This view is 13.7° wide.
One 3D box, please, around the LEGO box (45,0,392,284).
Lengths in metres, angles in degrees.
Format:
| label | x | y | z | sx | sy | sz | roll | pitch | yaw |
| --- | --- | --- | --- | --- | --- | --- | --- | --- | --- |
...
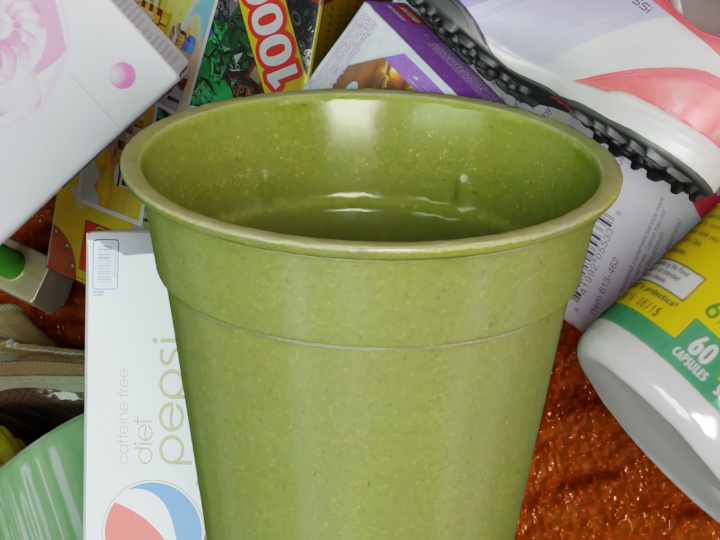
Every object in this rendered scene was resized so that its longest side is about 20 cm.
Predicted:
| label | x | y | z | sx | sy | sz | roll | pitch | yaw |
| --- | --- | --- | --- | --- | --- | --- | --- | --- | --- |
| LEGO box | -0.065 | -0.078 | 1.477 | 0.149 | 0.077 | 0.201 | 21 | 110 | 34 |

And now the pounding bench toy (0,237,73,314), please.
| label | x | y | z | sx | sy | sz | roll | pitch | yaw |
| --- | --- | --- | --- | --- | --- | --- | --- | --- | --- |
| pounding bench toy | -0.207 | -0.068 | 1.542 | 0.124 | 0.156 | 0.201 | 13 | 105 | 36 |

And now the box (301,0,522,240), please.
| label | x | y | z | sx | sy | sz | roll | pitch | yaw |
| --- | --- | --- | --- | --- | --- | --- | --- | --- | --- |
| box | 0.000 | 0.000 | 1.338 | 0.137 | 0.039 | 0.200 | 47 | 115 | 21 |

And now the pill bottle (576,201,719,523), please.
| label | x | y | z | sx | sy | sz | roll | pitch | yaw |
| --- | --- | --- | --- | --- | --- | --- | --- | --- | --- |
| pill bottle | 0.194 | 0.003 | 1.212 | 0.200 | 0.113 | 0.113 | -42 | 65 | -7 |

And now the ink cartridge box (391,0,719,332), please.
| label | x | y | z | sx | sy | sz | roll | pitch | yaw |
| --- | --- | --- | --- | --- | --- | --- | --- | --- | --- |
| ink cartridge box | 0.106 | -0.066 | 1.339 | 0.200 | 0.083 | 0.146 | 36 | 117 | 29 |

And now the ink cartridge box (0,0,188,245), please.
| label | x | y | z | sx | sy | sz | roll | pitch | yaw |
| --- | --- | --- | --- | --- | --- | --- | --- | --- | --- |
| ink cartridge box | -0.219 | -0.103 | 1.429 | 0.196 | 0.043 | 0.200 | -42 | 98 | 12 |

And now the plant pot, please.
| label | x | y | z | sx | sy | sz | roll | pitch | yaw |
| --- | --- | --- | --- | --- | --- | --- | --- | --- | --- |
| plant pot | 0.003 | 0.044 | 1.226 | 0.200 | 0.200 | 0.191 | 17 | 116 | 36 |

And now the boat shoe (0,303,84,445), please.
| label | x | y | z | sx | sy | sz | roll | pitch | yaw |
| --- | --- | --- | --- | --- | --- | --- | --- | --- | --- |
| boat shoe | -0.190 | 0.052 | 1.607 | 0.199 | 0.072 | 0.076 | -3 | 61 | 27 |

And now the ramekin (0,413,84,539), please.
| label | x | y | z | sx | sy | sz | roll | pitch | yaw |
| --- | --- | --- | --- | --- | --- | --- | --- | --- | --- |
| ramekin | -0.089 | 0.127 | 1.458 | 0.200 | 0.200 | 0.098 | -38 | 66 | 36 |

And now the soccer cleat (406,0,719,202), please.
| label | x | y | z | sx | sy | sz | roll | pitch | yaw |
| --- | --- | --- | --- | --- | --- | --- | --- | --- | --- |
| soccer cleat | 0.091 | -0.103 | 1.262 | 0.200 | 0.068 | 0.073 | 35 | 87 | 37 |

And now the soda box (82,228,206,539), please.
| label | x | y | z | sx | sy | sz | roll | pitch | yaw |
| --- | --- | --- | --- | --- | --- | --- | --- | --- | --- |
| soda box | -0.083 | 0.082 | 1.314 | 0.063 | 0.068 | 0.201 | 1 | 88 | 12 |

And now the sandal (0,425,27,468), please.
| label | x | y | z | sx | sy | sz | roll | pitch | yaw |
| --- | --- | --- | --- | --- | --- | --- | --- | --- | --- |
| sandal | -0.197 | 0.127 | 1.554 | 0.087 | 0.200 | 0.079 | -48 | 35 | -2 |
